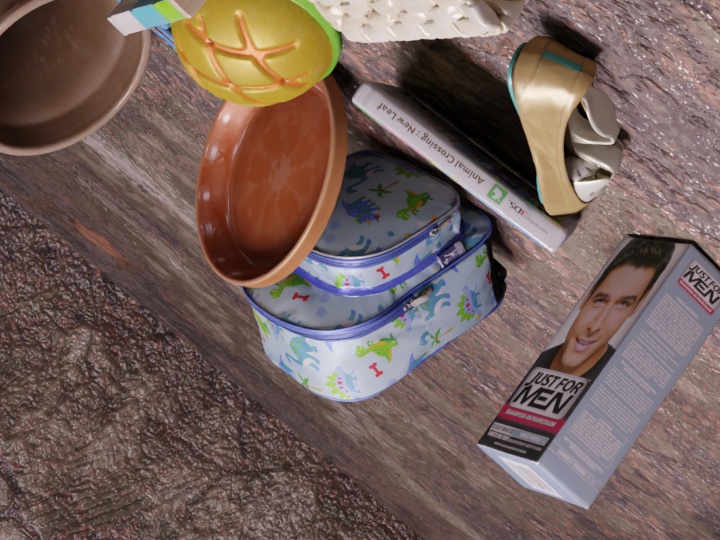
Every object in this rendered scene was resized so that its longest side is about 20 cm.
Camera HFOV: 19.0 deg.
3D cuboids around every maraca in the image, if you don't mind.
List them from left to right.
[{"bbox_3d":[-0.073,-0.191,1.619,0.136,0.108,0.200,23,154,-15],"label":"maraca"}]

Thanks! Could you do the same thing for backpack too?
[{"bbox_3d":[0.000,0.000,1.863,0.182,0.200,0.148,29,149,42],"label":"backpack"}]

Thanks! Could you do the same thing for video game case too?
[{"bbox_3d":[0.083,-0.079,1.611,0.182,0.022,0.200,37,-173,4],"label":"video game case"}]

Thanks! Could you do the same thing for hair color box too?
[{"bbox_3d":[0.183,0.073,1.595,0.061,0.201,0.099,42,167,-21],"label":"hair color box"}]

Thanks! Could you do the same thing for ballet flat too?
[{"bbox_3d":[0.147,-0.086,1.457,0.063,0.069,0.200,16,161,23],"label":"ballet flat"}]

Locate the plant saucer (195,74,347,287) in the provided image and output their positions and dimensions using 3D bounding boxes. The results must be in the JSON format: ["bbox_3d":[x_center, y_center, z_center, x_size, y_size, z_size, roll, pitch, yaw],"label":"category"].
[{"bbox_3d":[-0.072,-0.084,1.814,0.032,0.202,0.200,13,-176,-35],"label":"plant saucer"}]

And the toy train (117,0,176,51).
[{"bbox_3d":[-0.156,-0.232,1.756,0.200,0.087,0.114,39,174,-3],"label":"toy train"}]

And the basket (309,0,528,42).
[{"bbox_3d":[0.015,-0.233,1.074,0.198,0.161,0.200,42,169,-21],"label":"basket"}]

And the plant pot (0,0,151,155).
[{"bbox_3d":[-0.321,-0.239,2.033,0.175,0.200,0.200,52,177,33],"label":"plant pot"}]

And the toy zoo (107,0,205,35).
[{"bbox_3d":[-0.117,-0.228,1.540,0.020,0.131,0.200,42,168,-18],"label":"toy zoo"}]
